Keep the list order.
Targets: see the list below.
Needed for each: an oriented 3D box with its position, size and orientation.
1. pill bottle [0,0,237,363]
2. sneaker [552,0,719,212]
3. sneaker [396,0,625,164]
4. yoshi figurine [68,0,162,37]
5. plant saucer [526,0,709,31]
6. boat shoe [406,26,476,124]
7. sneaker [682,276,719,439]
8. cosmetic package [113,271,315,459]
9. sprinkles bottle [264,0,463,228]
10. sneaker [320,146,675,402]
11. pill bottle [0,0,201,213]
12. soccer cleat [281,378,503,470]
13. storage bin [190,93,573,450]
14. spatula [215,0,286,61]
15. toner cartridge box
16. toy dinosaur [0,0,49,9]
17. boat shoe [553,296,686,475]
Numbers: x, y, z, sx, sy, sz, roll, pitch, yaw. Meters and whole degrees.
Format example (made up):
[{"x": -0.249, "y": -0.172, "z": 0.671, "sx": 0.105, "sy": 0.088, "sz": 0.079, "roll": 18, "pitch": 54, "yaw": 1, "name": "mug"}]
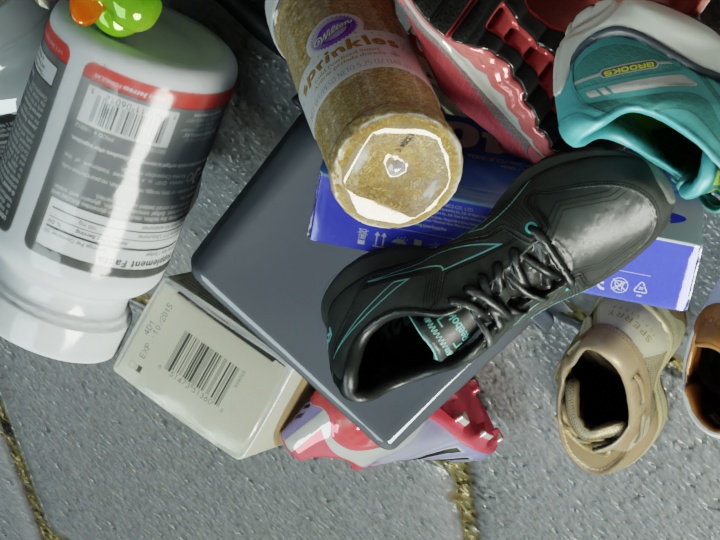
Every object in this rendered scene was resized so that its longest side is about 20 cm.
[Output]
[{"x": -0.156, "y": -0.054, "z": 1.774, "sx": 0.116, "sy": 0.116, "sz": 0.200, "roll": 30, "pitch": 113, "yaw": 19, "name": "pill bottle"}, {"x": 0.182, "y": -0.062, "z": 1.461, "sx": 0.200, "sy": 0.080, "sz": 0.078, "roll": 19, "pitch": 154, "yaw": -14, "name": "sneaker"}, {"x": 0.049, "y": -0.122, "z": 1.505, "sx": 0.200, "sy": 0.074, "sz": 0.087, "roll": 52, "pitch": 153, "yaw": -23, "name": "sneaker"}, {"x": -0.157, "y": -0.232, "z": 1.683, "sx": 0.200, "sy": 0.112, "sz": 0.112, "roll": 62, "pitch": -176, "yaw": -16, "name": "yoshi figurine"}, {"x": 0.084, "y": -0.175, "z": 1.499, "sx": 0.200, "sy": 0.037, "sz": 0.200, "roll": 38, "pitch": 154, "yaw": 5, "name": "plant saucer"}, {"x": 0.077, "y": -0.061, "z": 1.656, "sx": 0.071, "sy": 0.063, "sz": 0.200, "roll": 9, "pitch": 142, "yaw": 43, "name": "boat shoe"}, {"x": 0.208, "y": 0.073, "z": 1.671, "sx": 0.073, "sy": 0.085, "sz": 0.200, "roll": 23, "pitch": 151, "yaw": 27, "name": "sneaker"}, {"x": -0.060, "y": 0.050, "z": 1.869, "sx": 0.105, "sy": 0.071, "sz": 0.200, "roll": 34, "pitch": -165, "yaw": 13, "name": "cosmetic package"}, {"x": 0.000, "y": -0.097, "z": 1.532, "sx": 0.068, "sy": 0.068, "sz": 0.200, "roll": 58, "pitch": -174, "yaw": -32, "name": "sprinkles bottle"}, {"x": 0.069, "y": 0.009, "z": 1.493, "sx": 0.200, "sy": 0.079, "sz": 0.075, "roll": -28, "pitch": 115, "yaw": 22, "name": "sneaker"}, {"x": -0.190, "y": -0.106, "z": 1.872, "sx": 0.116, "sy": 0.116, "sz": 0.200, "roll": 12, "pitch": 143, "yaw": 43, "name": "pill bottle"}, {"x": 0.022, "y": 0.095, "z": 1.872, "sx": 0.200, "sy": 0.076, "sz": 0.067, "roll": 14, "pitch": -134, "yaw": -64, "name": "soccer cleat"}, {"x": 0.000, "y": 0.000, "z": 1.733, "sx": 0.200, "sy": 0.134, "sz": 0.146, "roll": 43, "pitch": -179, "yaw": -6, "name": "storage bin"}, {"x": -0.108, "y": -0.176, "z": 1.762, "sx": 0.200, "sy": 0.021, "sz": 0.057, "roll": 33, "pitch": 159, "yaw": 11, "name": "spatula"}, {"x": 0.078, "y": -0.037, "z": 1.566, "sx": 0.200, "sy": 0.095, "sz": 0.043, "roll": 11, "pitch": 121, "yaw": 1, "name": "toner cartridge box"}, {"x": -0.214, "y": -0.176, "z": 1.625, "sx": 0.088, "sy": 0.047, "sz": 0.200, "roll": 42, "pitch": 172, "yaw": -15, "name": "toy dinosaur"}, {"x": 0.141, "y": 0.074, "z": 1.778, "sx": 0.071, "sy": 0.065, "sz": 0.200, "roll": 32, "pitch": 152, "yaw": 16, "name": "boat shoe"}]
